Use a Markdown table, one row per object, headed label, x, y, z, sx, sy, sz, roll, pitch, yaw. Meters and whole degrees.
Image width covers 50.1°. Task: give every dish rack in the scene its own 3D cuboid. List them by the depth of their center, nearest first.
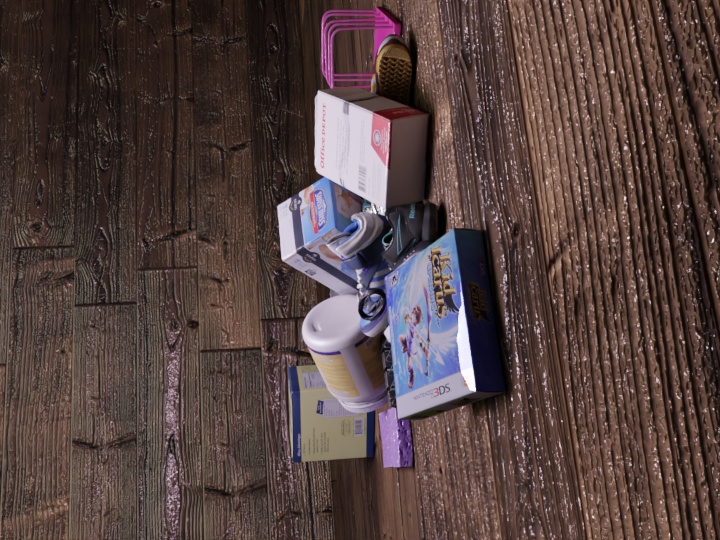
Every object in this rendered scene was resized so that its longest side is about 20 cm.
| label | x | y | z | sx | sy | sz | roll | pitch | yaw |
| --- | --- | --- | --- | --- | --- | --- | --- | --- | --- |
| dish rack | 0.074 | 0.142 | 1.322 | 0.200 | 0.054 | 0.154 | 106 | 159 | -61 |

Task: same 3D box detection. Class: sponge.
| label | x | y | z | sx | sy | sz | roll | pitch | yaw |
| --- | --- | --- | --- | --- | --- | --- | --- | --- | --- |
| sponge | 0.067 | 0.326 | 1.500 | 0.200 | 0.030 | 0.112 | 118 | 149 | -74 |

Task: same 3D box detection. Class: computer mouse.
| label | x | y | z | sx | sy | sz | roll | pitch | yaw |
| --- | --- | --- | --- | --- | --- | --- | --- | --- | --- |
| computer mouse | 0.059 | 0.015 | 1.148 | 0.200 | 0.059 | 0.034 | -40 | 25 | 39 |

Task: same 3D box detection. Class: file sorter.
| label | x | y | z | sx | sy | sz | roll | pitch | yaw |
| --- | --- | --- | --- | --- | --- | --- | --- | --- | --- |
| file sorter | -0.006 | -0.410 | 1.453 | 0.200 | 0.125 | 0.139 | -108 | 17 | -62 |

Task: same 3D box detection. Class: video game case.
| label | x | y | z | sx | sy | sz | roll | pitch | yaw |
| --- | --- | --- | --- | --- | --- | --- | --- | --- | --- |
| video game case | 0.097 | 0.072 | 0.965 | 0.181 | 0.045 | 0.200 | -36 | 54 | 56 |

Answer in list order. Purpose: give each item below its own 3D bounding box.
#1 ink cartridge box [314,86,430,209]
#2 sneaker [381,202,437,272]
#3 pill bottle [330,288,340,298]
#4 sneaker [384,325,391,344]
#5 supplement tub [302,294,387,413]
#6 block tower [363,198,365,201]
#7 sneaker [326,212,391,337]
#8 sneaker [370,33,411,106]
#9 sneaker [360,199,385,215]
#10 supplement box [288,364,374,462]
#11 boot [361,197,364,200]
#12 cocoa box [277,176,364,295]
| label | x | y | z | sx | sy | sz | roll | pitch | yaw |
| --- | --- | --- | --- | --- | --- | --- | --- | --- | --- |
| ink cartridge box | 0.015 | -0.204 | 1.246 | 0.200 | 0.083 | 0.147 | 34 | 131 | 45 |
| sneaker | 0.071 | -0.023 | 1.178 | 0.075 | 0.079 | 0.200 | -86 | 0 | -51 |
| pill bottle | -0.005 | 0.059 | 1.636 | 0.200 | 0.113 | 0.113 | -123 | 31 | -75 |
| sneaker | 0.097 | 0.075 | 1.138 | 0.071 | 0.073 | 0.200 | 52 | 155 | 14 |
| supplement tub | -0.015 | 0.162 | 1.484 | 0.145 | 0.145 | 0.200 | -104 | -6 | -55 |
| block tower | 0.047 | -0.160 | 1.415 | 0.200 | 0.058 | 0.054 | 175 | 93 | -80 |
| sneaker | 0.000 | 0.000 | 1.254 | 0.200 | 0.146 | 0.081 | -64 | 18 | 17 |
| sneaker | 0.051 | -0.302 | 1.320 | 0.090 | 0.075 | 0.200 | -90 | 9 | -51 |
| sneaker | 0.046 | -0.096 | 1.335 | 0.200 | 0.080 | 0.071 | 178 | 91 | -82 |
| supplement box | -0.074 | 0.346 | 1.896 | 0.134 | 0.199 | 0.200 | -113 | 23 | -69 |
| boot | -0.004 | -0.123 | 1.669 | 0.198 | 0.073 | 0.163 | -115 | 16 | -46 |
| cocoa box | -0.040 | -0.060 | 1.457 | 0.200 | 0.131 | 0.134 | 33 | -142 | -43 |
